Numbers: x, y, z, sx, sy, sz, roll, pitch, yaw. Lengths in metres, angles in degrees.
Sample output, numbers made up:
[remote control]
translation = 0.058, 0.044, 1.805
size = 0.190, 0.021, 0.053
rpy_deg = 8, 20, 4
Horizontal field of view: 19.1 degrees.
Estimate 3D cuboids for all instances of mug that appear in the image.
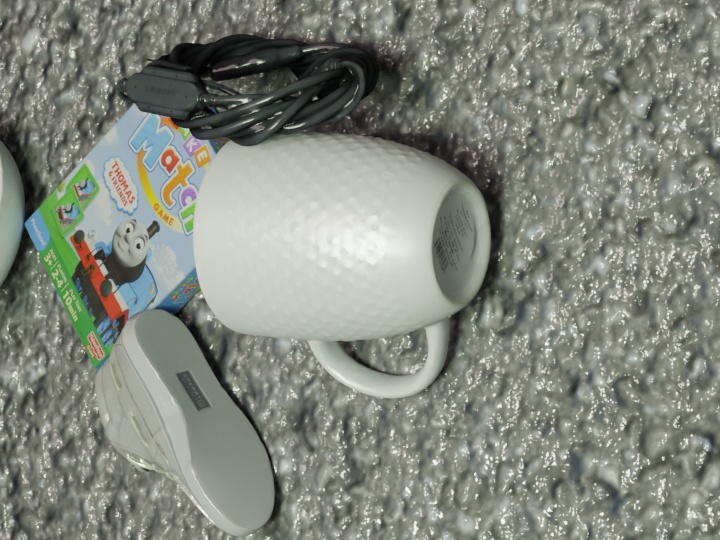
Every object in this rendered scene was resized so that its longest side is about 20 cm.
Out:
[mug]
translation = 0.000, 0.000, 1.508
size = 0.175, 0.148, 0.200
rpy_deg = 3, 118, 31

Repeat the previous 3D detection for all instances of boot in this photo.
[boot]
translation = -0.139, 0.134, 1.649
size = 0.096, 0.073, 0.200
rpy_deg = -51, 57, 42

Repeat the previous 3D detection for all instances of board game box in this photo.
[board game box]
translation = -0.172, -0.040, 1.700
size = 0.200, 0.037, 0.151
rpy_deg = -44, 61, 26

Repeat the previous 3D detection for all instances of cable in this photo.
[cable]
translation = -0.067, -0.133, 1.550
size = 0.200, 0.163, 0.051
rpy_deg = 10, 112, 40

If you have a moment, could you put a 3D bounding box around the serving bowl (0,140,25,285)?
[serving bowl]
translation = -0.353, -0.028, 1.811
size = 0.200, 0.066, 0.200
rpy_deg = -17, 60, 33
